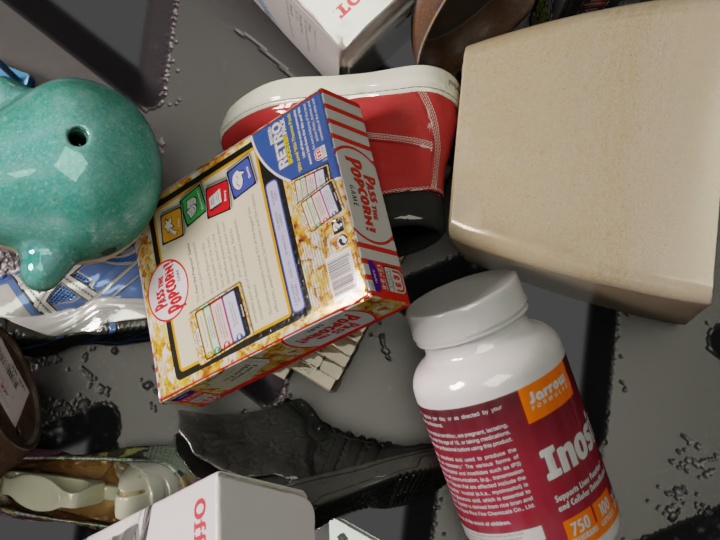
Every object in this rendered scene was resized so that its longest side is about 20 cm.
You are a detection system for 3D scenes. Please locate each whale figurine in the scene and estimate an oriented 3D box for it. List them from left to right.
[{"bbox_3d":[-0.233,-0.066,0.805,0.198,0.104,0.161,-10,77,-22],"label":"whale figurine"}]

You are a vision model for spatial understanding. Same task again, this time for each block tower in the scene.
[{"bbox_3d":[0.000,0.000,0.903,0.057,0.054,0.201,30,86,4],"label":"block tower"}]

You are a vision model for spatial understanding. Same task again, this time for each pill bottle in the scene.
[{"bbox_3d":[0.104,0.108,0.841,0.112,0.113,0.202,-21,100,-2],"label":"pill bottle"}]

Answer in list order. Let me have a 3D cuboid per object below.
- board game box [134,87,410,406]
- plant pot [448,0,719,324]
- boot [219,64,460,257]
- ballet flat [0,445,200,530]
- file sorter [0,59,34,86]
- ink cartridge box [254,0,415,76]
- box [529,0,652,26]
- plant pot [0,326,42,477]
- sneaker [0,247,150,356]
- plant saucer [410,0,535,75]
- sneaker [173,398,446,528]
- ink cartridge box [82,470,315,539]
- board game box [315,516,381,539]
[{"bbox_3d":[-0.071,-0.011,0.821,0.199,0.046,0.153,-26,66,32],"label":"board game box"},{"bbox_3d":[0.160,-0.075,0.848,0.175,0.200,0.202,4,84,10],"label":"plant pot"},{"bbox_3d":[-0.026,-0.064,0.860,0.198,0.072,0.146,-4,67,29],"label":"boot"},{"bbox_3d":[-0.195,0.165,0.880,0.198,0.071,0.070,3,91,0],"label":"ballet flat"},{"bbox_3d":[-0.359,-0.089,0.881,0.137,0.123,0.202,20,85,3],"label":"file sorter"},{"bbox_3d":[-0.026,-0.261,0.883,0.147,0.145,0.200,-42,86,-4],"label":"ink cartridge box"},{"bbox_3d":[0.233,-0.203,0.869,0.198,0.160,0.045,-5,83,-1],"label":"box"},{"bbox_3d":[-0.332,0.111,0.817,0.198,0.187,0.189,-20,85,5],"label":"plant pot"},{"bbox_3d":[-0.235,0.021,0.899,0.198,0.076,0.078,-5,77,-11],"label":"sneaker"},{"bbox_3d":[0.103,-0.224,0.853,0.200,0.200,0.034,-44,79,-4],"label":"plant saucer"},{"bbox_3d":[-0.031,0.134,0.881,0.198,0.060,0.105,-13,56,-23],"label":"sneaker"},{"bbox_3d":[-0.123,0.238,0.792,0.199,0.084,0.146,-31,52,36],"label":"ink cartridge box"},{"bbox_3d":[-0.038,0.288,0.890,0.199,0.026,0.201,28,86,3],"label":"board game box"}]
